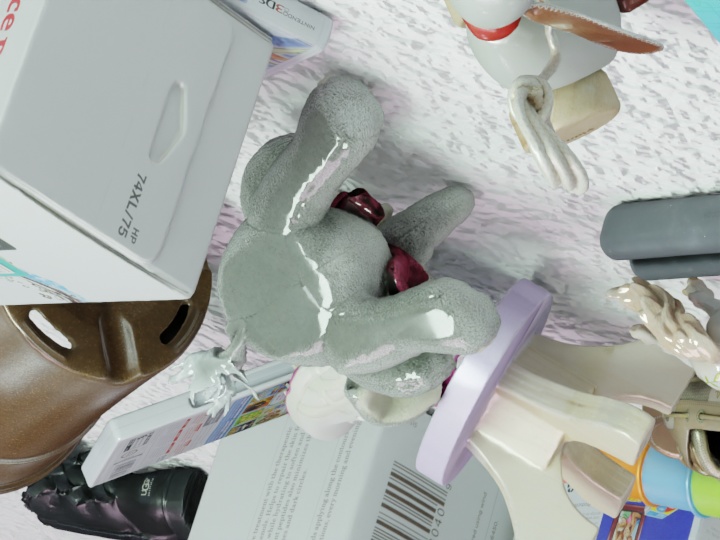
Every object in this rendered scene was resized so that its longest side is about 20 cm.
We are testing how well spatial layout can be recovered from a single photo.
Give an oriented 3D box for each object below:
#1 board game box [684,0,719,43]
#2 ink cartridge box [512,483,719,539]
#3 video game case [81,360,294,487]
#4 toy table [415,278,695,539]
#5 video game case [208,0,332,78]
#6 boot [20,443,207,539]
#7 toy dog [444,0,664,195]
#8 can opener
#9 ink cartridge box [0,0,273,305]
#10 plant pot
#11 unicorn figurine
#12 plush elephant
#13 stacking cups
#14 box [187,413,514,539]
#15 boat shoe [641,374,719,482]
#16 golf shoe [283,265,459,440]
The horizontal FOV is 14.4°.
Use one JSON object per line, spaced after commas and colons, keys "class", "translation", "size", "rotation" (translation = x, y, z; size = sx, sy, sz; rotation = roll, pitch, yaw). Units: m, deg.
{"class": "board game box", "translation": [0.183, -0.128, 1.054], "size": [0.045, 0.153, 0.200], "rotation": [2, 157, 35]}
{"class": "ink cartridge box", "translation": [0.165, 0.227, 1.966], "size": [0.047, 0.201, 0.197], "rotation": [29, 158, -31]}
{"class": "video game case", "translation": [-0.081, 0.088, 1.883], "size": [0.199, 0.018, 0.143], "rotation": [-19, 169, -18]}
{"class": "toy table", "translation": [0.115, 0.090, 1.708], "size": [0.117, 0.184, 0.200], "rotation": [31, 177, 9]}
{"class": "video game case", "translation": [-0.138, -0.138, 1.489], "size": [0.182, 0.022, 0.200], "rotation": [26, 159, -24]}
{"class": "boot", "translation": [-0.187, 0.213, 2.415], "size": [0.162, 0.074, 0.198], "rotation": [5, 150, 25]}
{"class": "toy dog", "translation": [0.091, -0.118, 1.235], "size": [0.132, 0.096, 0.200], "rotation": [61, -177, -10]}
{"class": "can opener", "translation": [0.207, -0.005, 1.496], "size": [0.053, 0.067, 0.200], "rotation": [32, 156, -37]}
{"class": "ink cartridge box", "translation": [-0.175, -0.077, 1.433], "size": [0.200, 0.147, 0.146], "rotation": [-3, 152, 44]}
{"class": "plant pot", "translation": [-0.200, 0.019, 1.743], "size": [0.200, 0.201, 0.198], "rotation": [26, 150, -25]}
{"class": "unicorn figurine", "translation": [0.243, 0.050, 1.588], "size": [0.199, 0.074, 0.137], "rotation": [0, -167, -25]}
{"class": "plush elephant", "translation": [0.000, 0.000, 1.587], "size": [0.200, 0.155, 0.165], "rotation": [-40, 82, 30]}
{"class": "stacking cups", "translation": [0.212, 0.131, 1.883], "size": [0.199, 0.061, 0.060], "rotation": [9, 160, 36]}
{"class": "box", "translation": [-0.003, 0.213, 2.067], "size": [0.171, 0.200, 0.200], "rotation": [-2, 154, 44]}
{"class": "boat shoe", "translation": [0.219, 0.097, 1.766], "size": [0.072, 0.065, 0.200], "rotation": [21, 162, -11]}
{"class": "golf shoe", "translation": [0.011, 0.066, 1.755], "size": [0.092, 0.075, 0.200], "rotation": [48, 150, 13]}
